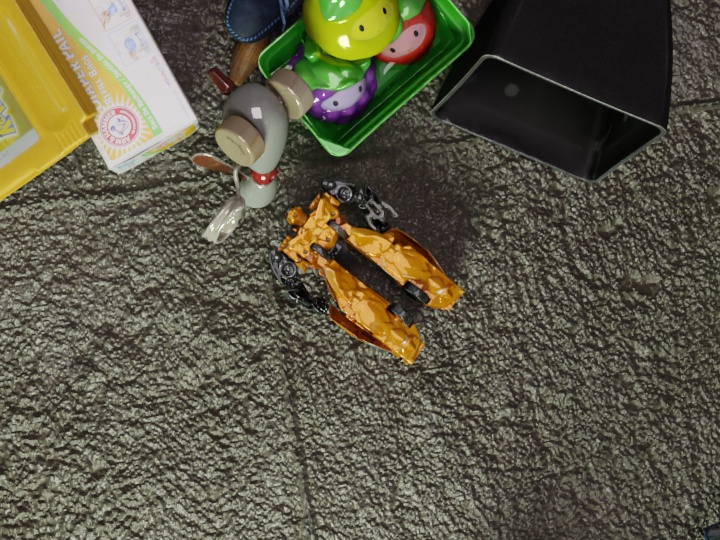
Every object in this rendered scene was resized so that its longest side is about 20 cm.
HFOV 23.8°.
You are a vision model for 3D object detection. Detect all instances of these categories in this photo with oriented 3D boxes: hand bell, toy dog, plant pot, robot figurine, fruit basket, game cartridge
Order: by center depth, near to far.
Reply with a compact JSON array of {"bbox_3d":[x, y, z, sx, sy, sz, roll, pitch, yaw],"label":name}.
[{"bbox_3d":[-0.368,-0.165,1.668,0.199,0.032,0.177,-30,94,29],"label":"game cartridge"},{"bbox_3d":[-0.119,-0.134,1.689,0.096,0.200,0.132,42,47,10],"label":"toy dog"},{"bbox_3d":[0.003,-0.233,1.712,0.215,0.216,0.156,-42,95,-9],"label":"fruit basket"},{"bbox_3d":[0.213,-0.229,1.763,0.199,0.199,0.179,22,73,-9],"label":"plant pot"},{"bbox_3d":[-0.087,-0.284,1.766,0.103,0.104,0.201,23,96,-9],"label":"hand bell"},{"bbox_3d":[0.000,0.000,1.774,0.200,0.058,0.145,39,81,-8],"label":"robot figurine"}]

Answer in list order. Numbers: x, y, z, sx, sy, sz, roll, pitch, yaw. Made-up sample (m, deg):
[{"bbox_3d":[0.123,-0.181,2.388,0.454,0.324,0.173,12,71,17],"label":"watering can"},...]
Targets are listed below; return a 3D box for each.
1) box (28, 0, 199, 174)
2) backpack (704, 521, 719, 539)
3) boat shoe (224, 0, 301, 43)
[{"bbox_3d":[-0.250,-0.207,1.703,0.101,0.112,0.201,-29,94,-3],"label":"box"},{"bbox_3d":[0.458,0.288,1.790,0.189,0.200,0.155,-19,87,-4],"label":"backpack"},{"bbox_3d":[-0.074,-0.311,1.688,0.084,0.069,0.201,32,108,-5],"label":"boat shoe"}]
